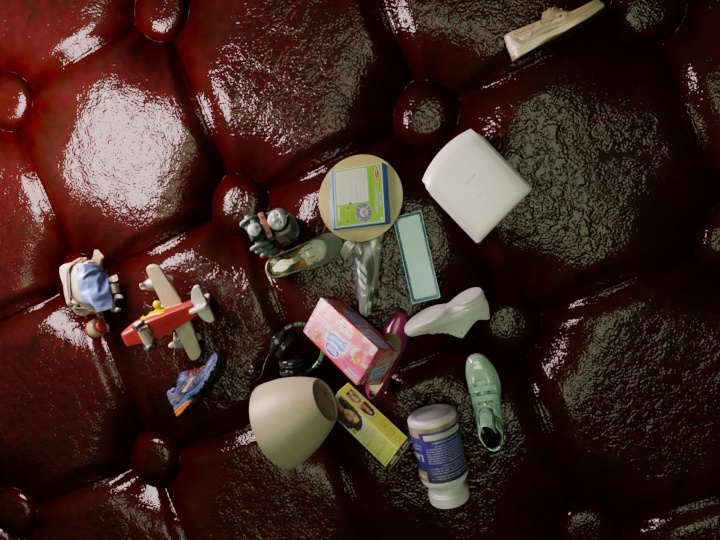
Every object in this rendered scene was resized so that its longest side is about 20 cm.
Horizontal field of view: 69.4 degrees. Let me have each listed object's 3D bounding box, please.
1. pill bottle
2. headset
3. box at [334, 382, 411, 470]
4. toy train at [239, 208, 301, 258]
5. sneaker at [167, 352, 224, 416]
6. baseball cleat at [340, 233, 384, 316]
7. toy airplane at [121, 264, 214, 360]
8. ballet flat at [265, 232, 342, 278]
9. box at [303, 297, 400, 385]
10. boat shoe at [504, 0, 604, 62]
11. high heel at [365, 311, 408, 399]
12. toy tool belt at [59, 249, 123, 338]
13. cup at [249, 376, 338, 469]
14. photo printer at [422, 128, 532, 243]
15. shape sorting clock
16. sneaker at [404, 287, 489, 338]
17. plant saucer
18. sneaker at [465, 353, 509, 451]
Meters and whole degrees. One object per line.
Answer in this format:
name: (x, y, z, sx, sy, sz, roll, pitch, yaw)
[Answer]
pill bottle: (0.181, 0.419, 1.178, 0.113, 0.116, 0.205, -13, 93, 12)
headset: (-0.178, 0.203, 1.260, 0.197, 0.094, 0.126, -26, 91, -3)
box: (0.018, 0.360, 1.205, 0.199, 0.050, 0.076, 38, 124, 18)
toy train: (-0.196, -0.089, 1.164, 0.112, 0.200, 0.087, -26, 85, -2)
sneaker: (-0.418, 0.275, 1.301, 0.078, 0.075, 0.200, 44, 100, 7)
baseball cleat: (0.000, 0.000, 1.202, 0.104, 0.070, 0.205, 9, 88, 16)
toy airplane: (-0.459, 0.104, 1.272, 0.196, 0.140, 0.204, 20, 91, -30)
ballet flat: (-0.134, -0.030, 1.219, 0.196, 0.064, 0.069, -22, 91, 12)
box: (-0.022, 0.157, 1.159, 0.199, 0.099, 0.097, 38, 102, 34)
boat shoe: (0.396, -0.507, 1.066, 0.197, 0.071, 0.066, -25, 92, 13)
high heel: (0.063, 0.196, 1.187, 0.066, 0.096, 0.205, 15, 98, 9)
toy tool belt: (-0.661, 0.061, 1.300, 0.121, 0.125, 0.204, -19, 93, 20)
cup: (-0.135, 0.323, 1.179, 0.142, 0.200, 0.203, -31, 90, 17)
photo printer: (0.244, -0.189, 1.128, 0.166, 0.069, 0.200, -44, 87, 12)
shape sorting clock: (0.000, -0.164, 1.181, 0.195, 0.039, 0.205, -3, 79, 16)
sneaker: (0.198, 0.119, 1.170, 0.197, 0.075, 0.090, -24, 107, 8)
plant saucer: (0.129, -0.030, 1.193, 0.068, 0.019, 0.205, -12, 94, 12)
sneaker: (0.280, 0.291, 1.145, 0.072, 0.118, 0.205, -14, 92, 13)
